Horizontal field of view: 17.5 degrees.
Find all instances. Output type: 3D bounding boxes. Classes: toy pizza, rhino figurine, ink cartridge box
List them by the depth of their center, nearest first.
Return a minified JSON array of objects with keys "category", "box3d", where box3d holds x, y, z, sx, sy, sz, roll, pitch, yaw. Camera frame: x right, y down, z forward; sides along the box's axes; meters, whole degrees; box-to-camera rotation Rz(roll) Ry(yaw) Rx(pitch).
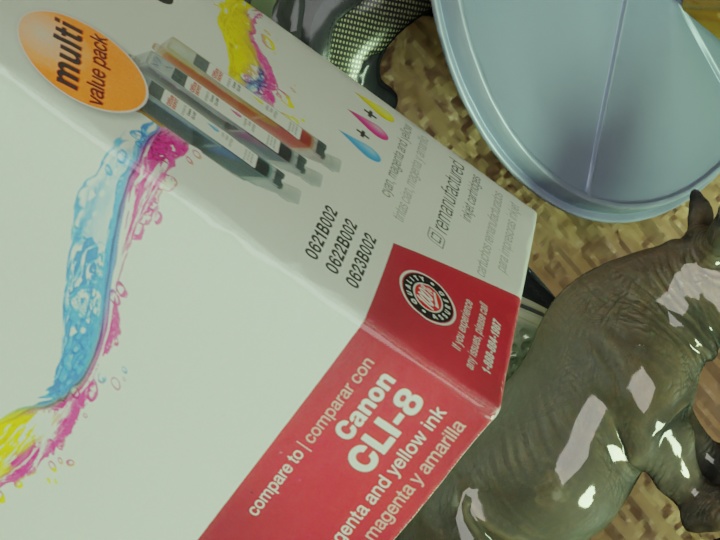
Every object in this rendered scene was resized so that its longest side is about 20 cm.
[{"category":"ink cartridge box","box3d":[-0.072,0.003,0.686,0.200,0.145,0.145,35,115,-7]},{"category":"rhino figurine","box3d":[0.088,0.046,0.762,0.087,0.060,0.200,42,94,-4]},{"category":"toy pizza","box3d":[0.086,-0.117,0.815,0.200,0.032,0.201,-5,97,-44]}]

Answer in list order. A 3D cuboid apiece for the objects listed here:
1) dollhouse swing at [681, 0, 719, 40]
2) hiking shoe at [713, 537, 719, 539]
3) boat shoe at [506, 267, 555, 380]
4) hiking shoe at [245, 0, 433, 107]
[{"category":"dollhouse swing","box3d":[0.248,-0.100,0.800,0.200,0.182,0.176,36,88,-14]},{"category":"hiking shoe","box3d":[0.199,0.107,0.785,0.199,0.100,0.076,-21,111,-36]},{"category":"boat shoe","box3d":[0.000,0.000,0.799,0.200,0.062,0.075,31,105,-18]},{"category":"hiking shoe","box3d":[0.010,-0.136,0.826,0.100,0.076,0.201,24,89,-22]}]
